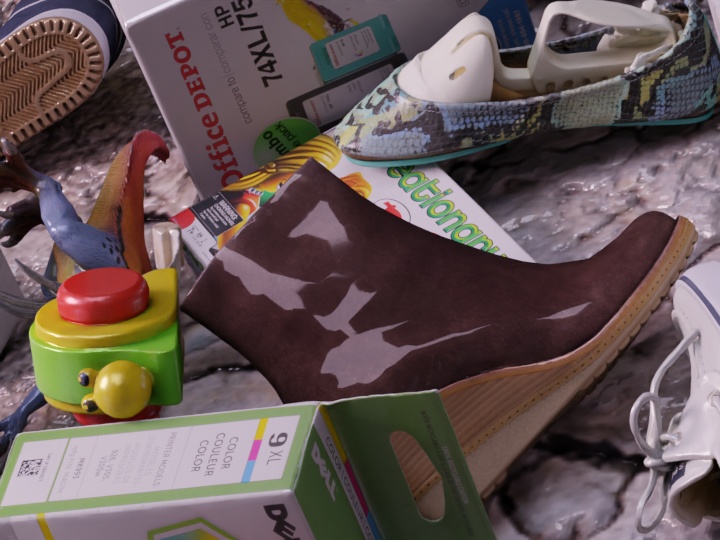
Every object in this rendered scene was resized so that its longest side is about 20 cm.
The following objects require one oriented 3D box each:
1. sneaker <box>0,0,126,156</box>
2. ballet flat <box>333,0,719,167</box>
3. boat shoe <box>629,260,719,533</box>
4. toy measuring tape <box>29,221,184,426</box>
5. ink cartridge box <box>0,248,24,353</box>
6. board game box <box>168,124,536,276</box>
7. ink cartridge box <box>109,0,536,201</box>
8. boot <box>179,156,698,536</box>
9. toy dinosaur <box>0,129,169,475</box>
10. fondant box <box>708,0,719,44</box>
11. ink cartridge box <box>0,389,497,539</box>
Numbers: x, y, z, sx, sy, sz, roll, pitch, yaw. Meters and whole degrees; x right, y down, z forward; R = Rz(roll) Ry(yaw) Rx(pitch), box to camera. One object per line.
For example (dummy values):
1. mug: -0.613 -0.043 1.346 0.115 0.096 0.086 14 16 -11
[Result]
1. sneaker: -0.216 -0.100 1.653 0.199 0.070 0.109 -26 18 20
2. ballet flat: 0.082 -0.101 1.466 0.198 0.075 0.074 -10 36 -4
3. boat shoe: 0.151 0.081 1.240 0.086 0.075 0.203 -23 46 3
4. toy measuring tape: -0.116 0.022 1.352 0.073 0.074 0.200 -19 20 4
5. ink cartridge box: -0.289 0.001 1.521 0.199 0.117 0.067 -2 41 24
6. board game box: 0.000 0.000 1.442 0.126 0.035 0.200 -30 37 -11
7. ink cartridge box: -0.031 -0.158 1.549 0.199 0.147 0.146 -24 45 -1
8. boot: 0.039 0.002 1.325 0.166 0.072 0.200 43 72 8
9. toy dinosaur: -0.122 0.016 1.435 0.199 0.105 0.182 -32 64 -24
10. fondant box: 0.206 -0.038 1.290 0.058 0.145 0.201 -17 37 6
11. ink cartridge box: -0.050 0.116 1.265 0.199 0.104 0.060 -7 39 19
